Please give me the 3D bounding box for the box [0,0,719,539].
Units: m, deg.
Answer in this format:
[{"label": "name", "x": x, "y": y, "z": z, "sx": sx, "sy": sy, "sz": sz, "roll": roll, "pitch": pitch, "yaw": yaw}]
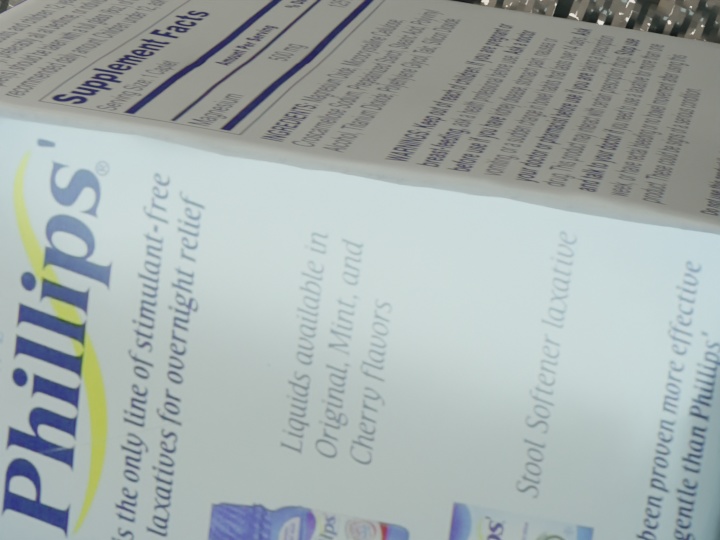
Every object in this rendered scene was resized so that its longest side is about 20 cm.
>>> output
[{"label": "box", "x": 0.000, "y": 0.000, "z": 0.615, "sx": 0.199, "sy": 0.184, "sz": 0.105, "roll": 10, "pitch": 108, "yaw": 9}]
